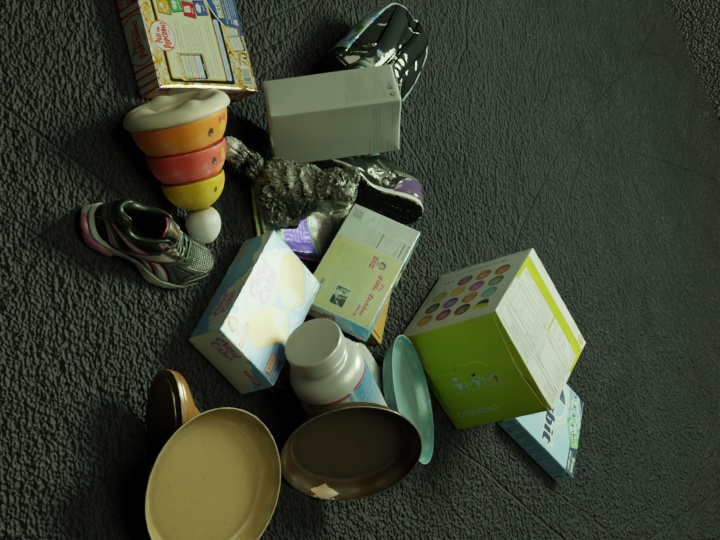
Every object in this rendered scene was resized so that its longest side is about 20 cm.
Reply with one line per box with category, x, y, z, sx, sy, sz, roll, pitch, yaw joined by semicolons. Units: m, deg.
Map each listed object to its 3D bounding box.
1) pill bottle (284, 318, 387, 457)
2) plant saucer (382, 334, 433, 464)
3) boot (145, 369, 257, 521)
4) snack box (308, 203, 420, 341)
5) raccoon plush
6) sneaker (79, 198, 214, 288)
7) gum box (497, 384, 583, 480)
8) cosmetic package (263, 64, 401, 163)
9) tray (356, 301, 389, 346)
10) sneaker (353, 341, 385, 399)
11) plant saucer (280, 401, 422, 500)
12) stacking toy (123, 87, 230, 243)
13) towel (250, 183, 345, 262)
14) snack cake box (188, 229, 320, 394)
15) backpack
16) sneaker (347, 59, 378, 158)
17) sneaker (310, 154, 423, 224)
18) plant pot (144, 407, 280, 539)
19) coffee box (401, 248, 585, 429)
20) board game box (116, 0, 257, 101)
pill bottle;-0.034;0.163;1.576;0.201;0.107;0.110;66;32;-42
plant saucer;0.072;0.202;1.762;0.200;0.027;0.203;-13;90;-74
boot;-0.183;0.207;1.436;0.154;0.076;0.203;-19;95;-47
snack box;0.000;0.000;1.716;0.115;0.037;0.201;24;57;9
raccoon plush;-0.094;-0.132;1.621;0.199;0.133;0.098;28;55;-41
sneaker;-0.258;-0.035;1.449;0.199;0.086;0.081;21;60;-46
gum box;0.337;0.262;2.097;0.200;0.044;0.171;46;43;-30
cosmetic package;-0.042;-0.230;1.689;0.113;0.197;0.082;92;-11;-53
tray;0.015;0.009;1.795;0.099;0.037;0.202;53;38;-44
sneaker;-0.027;0.137;1.686;0.200;0.070;0.081;47;37;-39
plant saucer;-0.014;0.244;1.557;0.200;0.199;0.032;38;26;-34
stacking toy;-0.227;-0.134;1.526;0.146;0.145;0.202;-39;123;-51
towel;-0.089;-0.088;1.735;0.199;0.023;0.146;10;68;-49
snack cake box;-0.143;0.056;1.569;0.115;0.067;0.201;50;42;-26
backpack;0.031;-0.362;1.922;0.163;0.153;0.201;44;68;-21
sneaker;-0.008;-0.229;1.805;0.080;0.070;0.203;-68;159;-69
sneaker;0.009;-0.148;1.794;0.198;0.076;0.088;25;46;-23
plant pot;-0.182;0.265;1.376;0.198;0.027;0.203;-7;100;-42
coffee box;0.223;0.117;1.891;0.201;0.198;0.198;58;40;-17
board game box;-0.246;-0.324;1.622;0.199;0.046;0.153;-8;81;-52
